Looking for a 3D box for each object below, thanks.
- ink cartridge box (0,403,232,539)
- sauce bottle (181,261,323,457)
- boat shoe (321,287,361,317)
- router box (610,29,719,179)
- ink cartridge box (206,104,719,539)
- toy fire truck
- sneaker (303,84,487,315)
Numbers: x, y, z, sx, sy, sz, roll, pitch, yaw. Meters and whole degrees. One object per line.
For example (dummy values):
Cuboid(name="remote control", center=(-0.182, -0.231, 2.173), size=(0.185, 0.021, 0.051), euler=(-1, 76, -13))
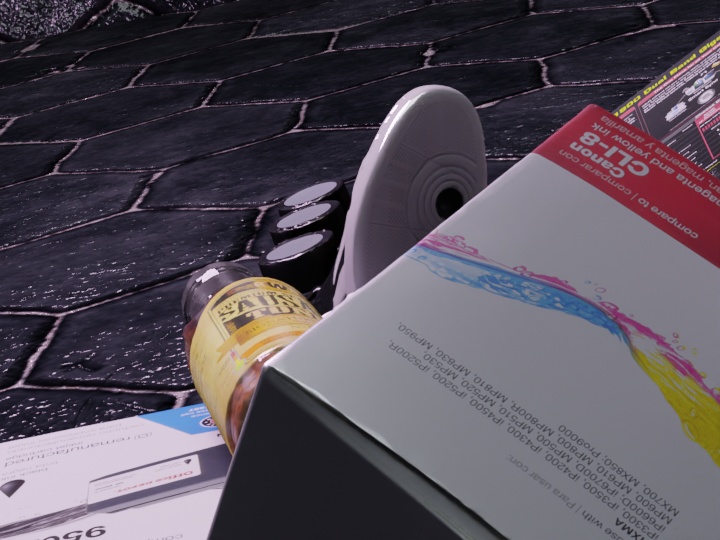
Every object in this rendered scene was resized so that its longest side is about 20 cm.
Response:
Cuboid(name="ink cartridge box", center=(-0.085, 0.129, 0.795), size=(0.144, 0.085, 0.200), euler=(-11, 16, -3))
Cuboid(name="sauce bottle", center=(-0.043, 0.038, 0.818), size=(0.066, 0.066, 0.200), euler=(-15, 18, -13))
Cuboid(name="boat shoe", center=(0.031, 0.072, 0.830), size=(0.065, 0.074, 0.200), euler=(-50, 47, 4))
Cuboid(name="router box", center=(0.154, -0.033, 0.895), size=(0.200, 0.062, 0.150), euler=(-37, 23, 16))
Cuboid(name="ink cartridge box", center=(0.063, 0.070, 0.652), size=(0.144, 0.146, 0.200), euler=(36, 45, 17))
Cuboid(name="toy fire truck", center=(0.060, 0.002, 1.120), size=(0.199, 0.129, 0.176), euler=(-19, 15, 9))
Cuboid(name="sneaker", center=(0.000, 0.000, 0.979), size=(0.073, 0.201, 0.112), euler=(6, 7, -29))
